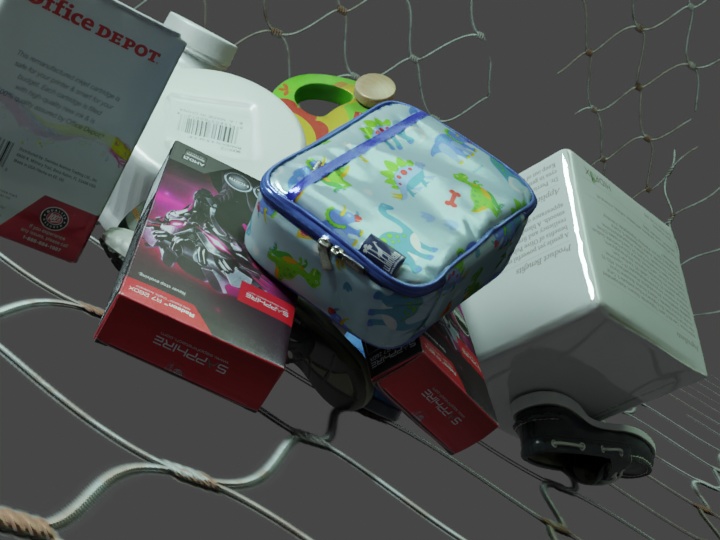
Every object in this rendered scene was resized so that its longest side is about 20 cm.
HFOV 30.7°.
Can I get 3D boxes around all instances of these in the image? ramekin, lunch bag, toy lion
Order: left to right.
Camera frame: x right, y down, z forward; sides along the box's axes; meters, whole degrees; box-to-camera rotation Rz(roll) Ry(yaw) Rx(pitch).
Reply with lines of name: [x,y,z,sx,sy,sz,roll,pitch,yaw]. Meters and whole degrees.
ramekin: [-0.145,-0.098,1.215,0.200,0.098,0.201,11,42,-10]
toy lion: [-0.069,-0.154,1.481,0.191,0.069,0.200,13,47,2]
lunch bag: [0.022,-0.041,0.965,0.161,0.083,0.200,37,41,19]

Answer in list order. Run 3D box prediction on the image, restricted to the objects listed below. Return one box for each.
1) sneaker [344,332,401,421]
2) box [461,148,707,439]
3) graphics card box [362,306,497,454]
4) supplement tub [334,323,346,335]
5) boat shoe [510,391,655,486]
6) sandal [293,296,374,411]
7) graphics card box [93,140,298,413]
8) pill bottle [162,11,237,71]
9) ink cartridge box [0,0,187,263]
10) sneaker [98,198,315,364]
sneaker: [0.017,0.070,1.133,0.066,0.079,0.200,30,9,-5]
box: [0.178,0.033,1.221,0.200,0.199,0.172,29,44,-41]
graphics card box: [0.040,0.033,1.051,0.125,0.051,0.200,45,21,-42]
supplement tub: [0.000,0.000,1.358,0.122,0.123,0.200,25,8,-22]
boat shoe: [0.210,0.172,1.227,0.200,0.076,0.060,23,51,-36]
sandal: [-0.041,0.037,1.070,0.057,0.080,0.201,-24,52,-24]
graphics card box: [-0.106,-0.001,0.949,0.125,0.051,0.200,26,34,-12]
pill bottle: [-0.215,-0.173,1.424,0.111,0.200,0.111,28,7,-4]
ink cartridge box: [-0.248,-0.128,1.011,0.146,0.200,0.083,24,9,-33]
sneaker: [-0.114,0.003,1.031,0.200,0.079,0.074,33,-16,20]
